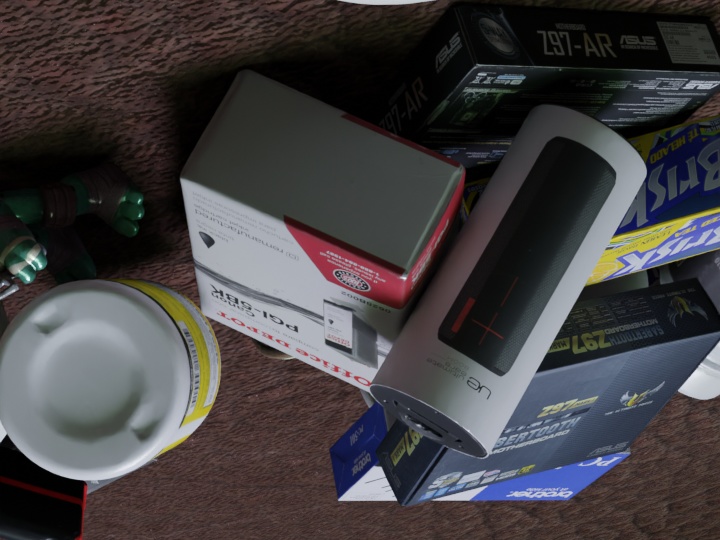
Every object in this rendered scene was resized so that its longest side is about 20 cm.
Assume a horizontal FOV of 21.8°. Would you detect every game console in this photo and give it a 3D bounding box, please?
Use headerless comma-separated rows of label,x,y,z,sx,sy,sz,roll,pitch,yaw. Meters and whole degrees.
game console,-0.284,0.144,1.277,0.199,0.031,0.177,17,-173,-9

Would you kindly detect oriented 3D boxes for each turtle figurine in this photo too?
turtle figurine,-0.227,-0.013,1.066,0.149,0.101,0.200,-19,177,44

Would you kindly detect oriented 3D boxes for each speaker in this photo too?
speaker,0.086,0.007,1.086,0.200,0.081,0.081,-58,162,-15

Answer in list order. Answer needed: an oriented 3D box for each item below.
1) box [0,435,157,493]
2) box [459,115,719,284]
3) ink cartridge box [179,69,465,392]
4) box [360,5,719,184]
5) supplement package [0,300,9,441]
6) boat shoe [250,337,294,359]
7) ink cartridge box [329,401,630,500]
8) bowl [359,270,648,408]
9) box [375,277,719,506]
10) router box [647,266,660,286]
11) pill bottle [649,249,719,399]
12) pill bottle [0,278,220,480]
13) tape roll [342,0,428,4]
box,-0.283,0.153,1.461,0.200,0.048,0.158,-27,156,22
box,0.166,-0.039,1.186,0.199,0.064,0.070,-16,158,-4
ink cartridge box,-0.023,-0.015,1.131,0.146,0.083,0.200,24,157,10
box,0.108,-0.098,1.169,0.199,0.044,0.160,-2,153,-31
supplement package,-0.323,0.064,1.140,0.199,0.110,0.114,2,142,-38
boat shoe,0.000,0.000,1.296,0.076,0.072,0.200,-15,164,-47
ink cartridge box,0.087,0.132,1.366,0.199,0.044,0.094,3,151,-26
bowl,0.107,0.065,1.378,0.199,0.075,0.200,-3,150,-17
box,0.126,0.081,1.251,0.199,0.051,0.158,-10,148,-31
router box,0.144,0.043,1.504,0.199,0.049,0.180,-1,152,-33
pill bottle,0.293,-0.003,1.374,0.113,0.113,0.200,5,136,-41
pill bottle,-0.146,0.062,1.141,0.114,0.115,0.200,-18,178,3
tape roll,0.044,-0.201,0.905,0.202,0.037,0.203,-14,156,-6
